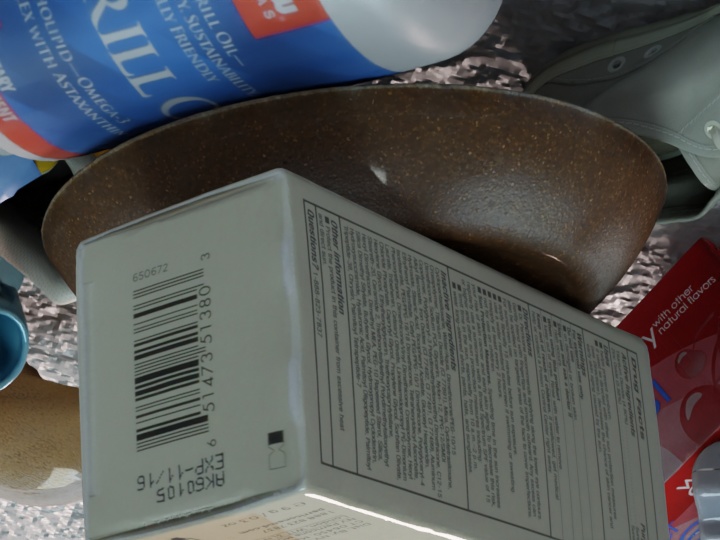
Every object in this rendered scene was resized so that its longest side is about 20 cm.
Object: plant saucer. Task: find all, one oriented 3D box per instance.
[{"bbox_3d":[0.000,0.000,0.783,0.199,0.037,0.201,-5,159,-2],"label":"plant saucer"}]

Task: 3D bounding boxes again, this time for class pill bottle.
[{"bbox_3d":[-0.025,-0.105,0.712,0.199,0.113,0.112,-13,138,28],"label":"pill bottle"}]

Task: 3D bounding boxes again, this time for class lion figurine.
[{"bbox_3d":[-0.123,0.068,0.956,0.199,0.123,0.072,12,179,7],"label":"lion figurine"}]

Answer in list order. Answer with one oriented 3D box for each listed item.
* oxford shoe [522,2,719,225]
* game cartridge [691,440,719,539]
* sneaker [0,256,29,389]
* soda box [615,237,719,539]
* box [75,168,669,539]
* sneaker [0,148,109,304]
[{"bbox_3d":[0.135,-0.059,0.786,0.199,0.058,0.075,-21,133,33],"label":"oxford shoe"},{"bbox_3d":[0.222,0.104,0.863,0.199,0.042,0.133,-3,145,14],"label":"game cartridge"},{"bbox_3d":[-0.141,0.023,0.834,0.081,0.200,0.074,6,110,14],"label":"sneaker"},{"bbox_3d":[0.088,0.088,0.901,0.200,0.063,0.070,-47,139,11],"label":"soda box"},{"bbox_3d":[0.010,0.048,0.733,0.077,0.096,0.200,-18,154,31],"label":"box"},{"bbox_3d":[-0.128,-0.071,0.785,0.075,0.090,0.200,-26,140,9],"label":"sneaker"}]
